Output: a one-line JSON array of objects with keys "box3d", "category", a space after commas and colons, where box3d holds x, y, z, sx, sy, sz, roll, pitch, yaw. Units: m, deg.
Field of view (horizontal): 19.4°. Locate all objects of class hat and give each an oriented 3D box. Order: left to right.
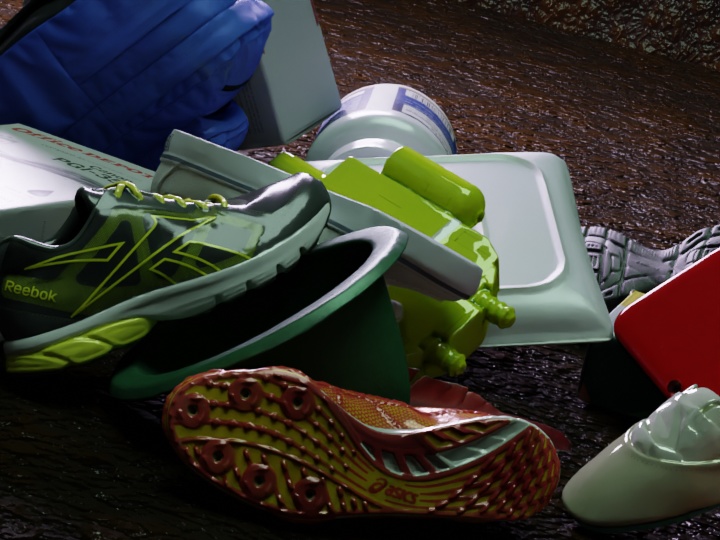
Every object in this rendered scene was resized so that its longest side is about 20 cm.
[{"box3d": [-0.006, 0.088, 1.109, 0.199, 0.177, 0.166, -26, 13, 6], "category": "hat"}]

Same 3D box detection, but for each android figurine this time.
[{"box3d": [0.000, 0.000, 1.254, 0.200, 0.041, 0.182, 33, 58, 31], "category": "android figurine"}]

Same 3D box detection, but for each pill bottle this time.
[{"box3d": [0.014, -0.068, 1.529, 0.110, 0.111, 0.200, 13, 14, 1], "category": "pill bottle"}]

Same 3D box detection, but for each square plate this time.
[{"box3d": [0.049, -0.020, 1.337, 0.197, 0.029, 0.200, -2, 36, -4], "category": "square plate"}]

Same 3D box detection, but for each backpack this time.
[{"box3d": [-0.148, -0.130, 1.403, 0.168, 0.200, 0.163, 47, 15, -9], "category": "backpack"}]

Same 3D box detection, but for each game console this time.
[{"box3d": [0.280, 0.068, 1.244, 0.172, 0.119, 0.200, 20, 24, -41], "category": "game console"}]

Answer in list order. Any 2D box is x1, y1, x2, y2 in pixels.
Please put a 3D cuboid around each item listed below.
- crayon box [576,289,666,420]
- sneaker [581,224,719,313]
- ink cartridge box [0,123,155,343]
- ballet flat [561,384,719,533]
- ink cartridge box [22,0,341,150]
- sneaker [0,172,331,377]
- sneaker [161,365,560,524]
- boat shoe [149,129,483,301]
[{"box3d": [0.247, 0.074, 1.322, 0.199, 0.051, 0.127, 17, 15, 16], "category": "crayon box"}, {"box3d": [0.201, 0.022, 1.452, 0.199, 0.091, 0.076, 1, 50, 28], "category": "sneaker"}, {"box3d": [-0.215, -0.025, 1.216, 0.146, 0.083, 0.200, 20, 16, 26], "category": "ink cartridge box"}, {"box3d": [0.198, 0.085, 1.102, 0.199, 0.070, 0.069, -10, 21, -17], "category": "ballet flat"}, {"box3d": [-0.132, -0.163, 1.536, 0.199, 0.146, 0.083, -4, 20, 35], "category": "ink cartridge box"}, {"box3d": [-0.107, -0.015, 1.110, 0.199, 0.085, 0.074, -27, 11, -22], "category": "sneaker"}, {"box3d": [-0.003, 0.093, 1.030, 0.199, 0.073, 0.077, 13, -8, -15], "category": "sneaker"}, {"box3d": [-0.030, -0.013, 1.200, 0.199, 0.070, 0.071, 23, 1, 6], "category": "boat shoe"}]
